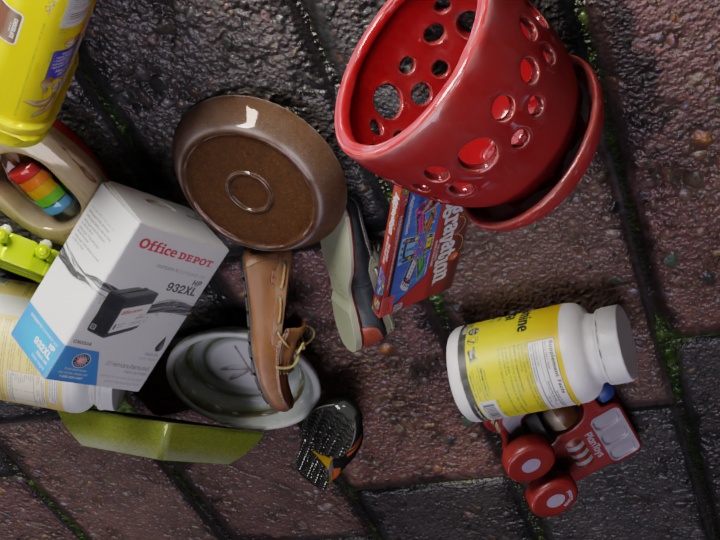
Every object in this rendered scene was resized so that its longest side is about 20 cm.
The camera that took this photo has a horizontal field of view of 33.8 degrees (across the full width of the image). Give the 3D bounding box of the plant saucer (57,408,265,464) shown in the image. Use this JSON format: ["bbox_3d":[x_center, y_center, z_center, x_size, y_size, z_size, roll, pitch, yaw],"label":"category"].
[{"bbox_3d":[-0.258,0.213,1.519,0.198,0.049,0.199,3,171,33],"label":"plant saucer"}]

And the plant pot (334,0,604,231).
[{"bbox_3d":[0.104,-0.150,1.053,0.181,0.202,0.200,26,136,-30],"label":"plant pot"}]

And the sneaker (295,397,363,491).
[{"bbox_3d":[-0.028,0.207,1.550,0.070,0.090,0.201,36,143,12],"label":"sneaker"}]

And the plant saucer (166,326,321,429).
[{"bbox_3d":[-0.145,0.126,1.505,0.197,0.051,0.201,5,138,4],"label":"plant saucer"}]

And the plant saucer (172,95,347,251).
[{"bbox_3d":[-0.112,-0.091,1.246,0.198,0.035,0.202,13,136,13],"label":"plant saucer"}]

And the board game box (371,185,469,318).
[{"bbox_3d":[0.070,-0.036,1.266,0.102,0.019,0.201,-23,145,-26],"label":"board game box"}]

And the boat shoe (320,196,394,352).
[{"bbox_3d":[0.000,0.000,1.331,0.062,0.071,0.202,-22,126,-20],"label":"boat shoe"}]

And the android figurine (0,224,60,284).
[{"bbox_3d":[-0.381,-0.018,1.330,0.180,0.042,0.200,22,169,-11],"label":"android figurine"}]

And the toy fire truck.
[{"bbox_3d":[0.253,0.200,1.488,0.167,0.113,0.201,-30,130,6],"label":"toy fire truck"}]

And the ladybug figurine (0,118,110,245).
[{"bbox_3d":[-0.335,-0.104,1.270,0.134,0.072,0.201,-14,133,25],"label":"ladybug figurine"}]

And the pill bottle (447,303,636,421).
[{"bbox_3d":[0.208,0.101,1.355,0.198,0.113,0.113,-14,134,23],"label":"pill bottle"}]

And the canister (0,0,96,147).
[{"bbox_3d":[-0.286,-0.232,1.067,0.086,0.150,0.200,22,135,-14],"label":"canister"}]

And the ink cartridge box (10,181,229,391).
[{"bbox_3d":[-0.258,0.022,1.282,0.145,0.084,0.201,18,110,-53],"label":"ink cartridge box"}]

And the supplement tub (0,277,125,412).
[{"bbox_3d":[-0.383,0.092,1.440,0.197,0.146,0.146,11,139,-1],"label":"supplement tub"}]

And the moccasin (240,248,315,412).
[{"bbox_3d":[-0.093,0.068,1.382,0.077,0.074,0.204,-4,103,0],"label":"moccasin"}]
